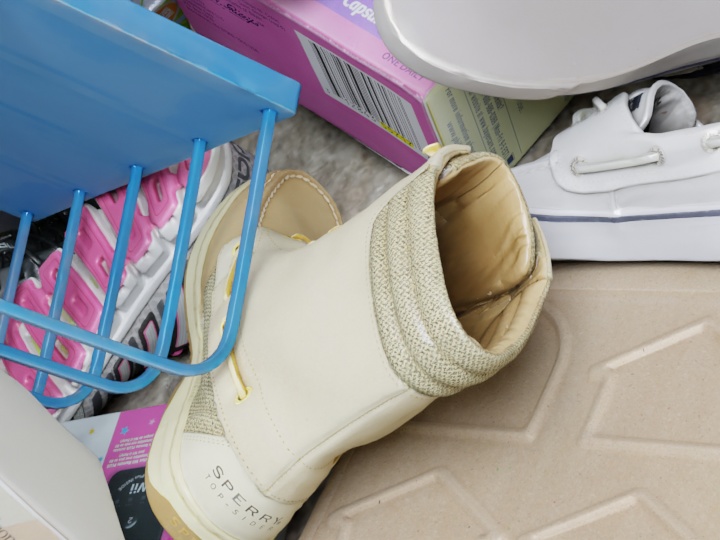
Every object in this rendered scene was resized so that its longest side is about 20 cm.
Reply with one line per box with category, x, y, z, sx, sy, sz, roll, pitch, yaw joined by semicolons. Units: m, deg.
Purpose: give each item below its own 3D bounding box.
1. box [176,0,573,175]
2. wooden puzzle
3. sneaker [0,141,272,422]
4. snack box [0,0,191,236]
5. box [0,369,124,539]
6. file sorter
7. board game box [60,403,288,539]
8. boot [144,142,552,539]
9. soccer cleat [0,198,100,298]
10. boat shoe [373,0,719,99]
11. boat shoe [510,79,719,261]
box;0.037;-0.160;0.827;0.176;0.097;0.200;35;76;29
wooden puzzle;0.072;0.076;0.654;0.185;0.046;0.200;1;47;39
sneaker;-0.100;0.020;0.828;0.200;0.087;0.074;-54;48;16
snack box;-0.170;-0.066;0.916;0.200;0.053;0.142;-44;-6;-8
box;-0.183;0.118;0.617;0.200;0.095;0.078;-36;41;6
file sorter;-0.143;-0.018;0.700;0.200;0.138;0.123;-17;59;49
board game box;-0.119;0.154;0.709;0.147;0.064;0.201;-13;46;29
boot;0.000;0.000;0.688;0.155;0.073;0.200;-39;22;31
soccer cleat;-0.166;0.013;0.874;0.200;0.081;0.067;-45;38;-9
boat shoe;0.092;-0.097;0.721;0.199;0.075;0.093;-7;-9;-17
boat shoe;0.107;-0.038;0.694;0.199;0.072;0.066;2;96;44
